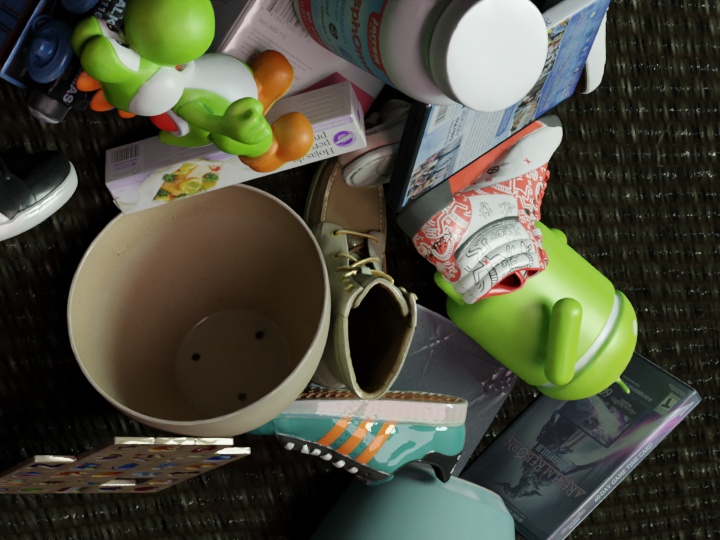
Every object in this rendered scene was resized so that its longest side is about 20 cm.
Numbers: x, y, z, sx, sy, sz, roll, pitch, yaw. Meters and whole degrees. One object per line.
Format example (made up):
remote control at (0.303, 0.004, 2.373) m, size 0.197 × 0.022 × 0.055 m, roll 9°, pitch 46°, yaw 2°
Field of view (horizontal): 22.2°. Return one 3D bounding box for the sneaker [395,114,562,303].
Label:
sneaker at (0.124, -0.047, 1.514) m, size 0.201 × 0.067 × 0.108 m, roll -34°, pitch 84°, yaw -41°

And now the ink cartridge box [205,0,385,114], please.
ink cartridge box at (-0.023, -0.221, 1.410) m, size 0.146 × 0.083 × 0.200 m, roll 32°, pitch 93°, yaw -37°

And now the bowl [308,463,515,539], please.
bowl at (0.057, 0.233, 1.616) m, size 0.201 × 0.201 × 0.105 m, roll 27°, pitch 76°, yaw -37°

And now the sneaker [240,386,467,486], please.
sneaker at (-0.009, 0.141, 1.525) m, size 0.199 × 0.071 × 0.080 m, roll 4°, pitch 96°, yaw -11°

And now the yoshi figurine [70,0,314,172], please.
yoshi figurine at (-0.105, -0.141, 1.258) m, size 0.200 × 0.112 × 0.112 m, roll 19°, pitch 86°, yaw -52°

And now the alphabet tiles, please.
alphabet tiles at (-0.189, 0.152, 1.425) m, size 0.167 × 0.200 × 0.008 m, roll 4°, pitch 71°, yaw -33°

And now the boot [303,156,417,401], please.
boot at (0.000, 0.000, 1.461) m, size 0.072 × 0.155 × 0.201 m, roll 6°, pitch 91°, yaw -14°

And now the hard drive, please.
hard drive at (0.039, 0.097, 1.617) m, size 0.200 × 0.042 × 0.135 m, roll 28°, pitch 95°, yaw -36°

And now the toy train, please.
toy train at (-0.191, -0.203, 1.294) m, size 0.087 × 0.114 × 0.200 m, roll 24°, pitch 98°, yaw -48°

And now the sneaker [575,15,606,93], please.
sneaker at (0.194, -0.244, 1.537) m, size 0.085 × 0.073 × 0.200 m, roll -28°, pitch 129°, yaw -20°

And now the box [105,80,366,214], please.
box at (-0.095, -0.092, 1.387) m, size 0.199 × 0.042 × 0.039 m, roll -16°, pitch 139°, yaw 10°

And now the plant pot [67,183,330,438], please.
plant pot at (-0.113, 0.049, 1.429) m, size 0.200 × 0.200 × 0.135 m, roll -40°, pitch 155°, yaw -11°

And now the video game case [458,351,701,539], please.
video game case at (0.198, 0.155, 1.680) m, size 0.200 × 0.143 × 0.019 m, roll -43°, pitch 125°, yaw -8°

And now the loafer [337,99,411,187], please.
loafer at (0.035, -0.109, 1.474) m, size 0.072 × 0.063 × 0.200 m, roll -30°, pitch 170°, yaw 31°

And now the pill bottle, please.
pill bottle at (0.042, -0.180, 1.290) m, size 0.109 × 0.200 × 0.109 m, roll -13°, pitch 117°, yaw -26°

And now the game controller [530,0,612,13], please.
game controller at (0.163, -0.235, 1.462) m, size 0.104 × 0.042 × 0.200 m, roll 21°, pitch 111°, yaw -47°

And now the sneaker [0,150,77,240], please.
sneaker at (-0.304, -0.071, 1.308) m, size 0.200 × 0.073 × 0.112 m, roll -23°, pitch 123°, yaw -20°

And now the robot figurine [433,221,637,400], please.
robot figurine at (0.156, 0.033, 1.597) m, size 0.200 × 0.176 × 0.116 m, roll 39°, pitch 106°, yaw -15°

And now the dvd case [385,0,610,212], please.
dvd case at (0.106, -0.135, 1.413) m, size 0.200 × 0.018 × 0.143 m, roll -34°, pitch 160°, yaw -26°
